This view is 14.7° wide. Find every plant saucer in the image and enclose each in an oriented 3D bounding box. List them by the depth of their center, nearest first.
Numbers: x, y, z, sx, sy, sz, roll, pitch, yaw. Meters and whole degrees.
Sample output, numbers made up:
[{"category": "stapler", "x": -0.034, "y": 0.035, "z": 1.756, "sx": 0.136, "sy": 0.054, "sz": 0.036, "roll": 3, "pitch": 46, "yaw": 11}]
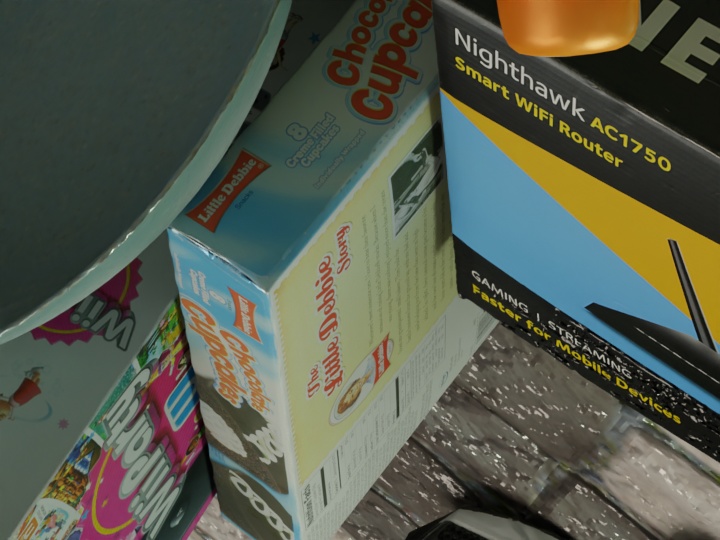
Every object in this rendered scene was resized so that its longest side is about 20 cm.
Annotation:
[{"category": "plant saucer", "x": -0.081, "y": -0.051, "z": 0.738, "sx": 0.200, "sy": 0.202, "sz": 0.039, "roll": 14, "pitch": 160, "yaw": 50}]

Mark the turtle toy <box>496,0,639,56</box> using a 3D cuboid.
[{"category": "turtle toy", "x": 0.029, "y": -0.116, "z": 0.536, "sx": 0.145, "sy": 0.101, "sz": 0.200, "roll": 35, "pitch": 159, "yaw": 12}]

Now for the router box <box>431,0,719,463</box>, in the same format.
[{"category": "router box", "x": 0.113, "y": 0.003, "z": 0.706, "sx": 0.199, "sy": 0.051, "sz": 0.149, "roll": 32, "pitch": 157, "yaw": 22}]

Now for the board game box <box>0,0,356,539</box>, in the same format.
[{"category": "board game box", "x": -0.068, "y": 0.019, "z": 0.823, "sx": 0.064, "sy": 0.200, "sz": 0.148, "roll": 29, "pitch": 163, "yaw": 15}]

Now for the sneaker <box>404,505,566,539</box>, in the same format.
[{"category": "sneaker", "x": 0.086, "y": 0.174, "z": 1.062, "sx": 0.200, "sy": 0.086, "sz": 0.080, "roll": 38, "pitch": 158, "yaw": 7}]

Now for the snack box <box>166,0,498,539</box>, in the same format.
[{"category": "snack box", "x": 0.000, "y": 0.000, "z": 0.807, "sx": 0.037, "sy": 0.116, "sz": 0.200, "roll": 33, "pitch": 158, "yaw": 16}]
